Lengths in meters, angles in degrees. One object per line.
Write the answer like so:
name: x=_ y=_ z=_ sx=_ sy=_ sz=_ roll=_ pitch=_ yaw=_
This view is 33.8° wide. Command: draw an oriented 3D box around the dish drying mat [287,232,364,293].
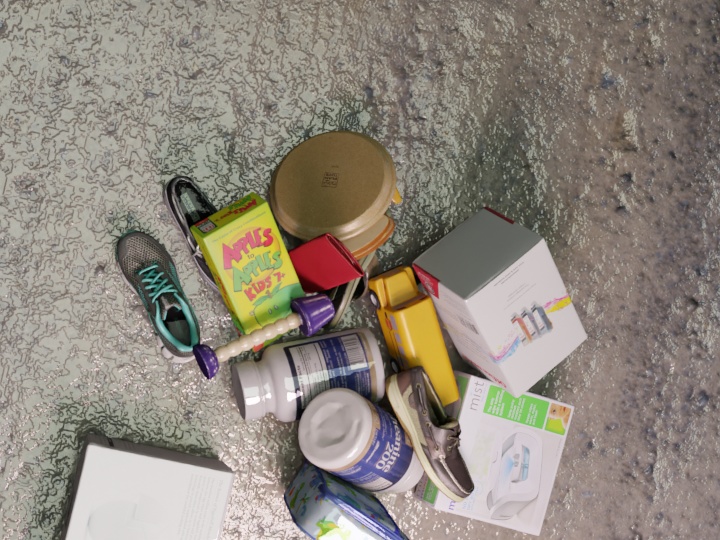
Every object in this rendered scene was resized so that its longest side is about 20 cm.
dish drying mat: x=-0.058 y=-0.008 z=1.629 sx=0.077 sy=0.200 sz=0.018 roll=48 pitch=66 yaw=-9

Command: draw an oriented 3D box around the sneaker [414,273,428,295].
sneaker: x=0.163 y=0.007 z=1.759 sx=0.200 sy=0.075 sz=0.081 roll=-24 pitch=104 yaw=-14

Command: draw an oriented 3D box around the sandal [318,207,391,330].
sandal: x=0.001 y=-0.001 z=1.711 sx=0.057 sy=0.080 sz=0.201 roll=33 pitch=80 yaw=-27

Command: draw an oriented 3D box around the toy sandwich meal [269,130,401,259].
toy sandwich meal: x=-0.031 y=-0.107 z=1.685 sx=0.205 sy=0.070 sz=0.206 roll=-6 pitch=61 yaw=11

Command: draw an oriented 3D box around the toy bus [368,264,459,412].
toy bus: x=0.076 y=0.096 z=1.692 sx=0.065 sy=0.078 sz=0.200 roll=-23 pitch=106 yaw=-20

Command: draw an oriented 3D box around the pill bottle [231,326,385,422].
pill bottle: x=-0.075 y=0.151 z=1.668 sx=0.200 sy=0.111 sz=0.111 roll=-11 pitch=92 yaw=-15

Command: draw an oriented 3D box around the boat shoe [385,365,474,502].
boat shoe: x=0.106 y=0.225 z=1.637 sx=0.065 sy=0.073 sz=0.200 roll=-31 pitch=93 yaw=25

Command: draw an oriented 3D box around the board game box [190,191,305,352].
board game box: x=-0.147 y=0.004 z=1.636 sx=0.101 sy=0.048 sz=0.200 roll=-31 pitch=124 yaw=-16

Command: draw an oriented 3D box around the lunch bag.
lunch bag: x=-0.018 y=0.342 z=1.635 sx=0.161 sy=0.200 sz=0.083 roll=37 pitch=87 yaw=-11

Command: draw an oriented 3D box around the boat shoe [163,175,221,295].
boat shoe: x=-0.205 y=-0.045 z=1.654 sx=0.073 sy=0.068 sz=0.200 roll=-28 pitch=98 yaw=-14

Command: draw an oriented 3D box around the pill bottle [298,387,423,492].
pill bottle: x=0.010 y=0.244 z=1.641 sx=0.200 sy=0.111 sz=0.111 roll=38 pitch=77 yaw=-51

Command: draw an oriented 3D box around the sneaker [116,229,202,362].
sneaker: x=-0.268 y=0.033 z=1.625 sx=0.077 sy=0.091 sz=0.200 roll=-30 pitch=97 yaw=-15

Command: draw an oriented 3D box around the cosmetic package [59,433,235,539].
cosmetic package: x=-0.294 y=0.342 z=1.598 sx=0.200 sy=0.123 sz=0.200 roll=15 pitch=85 yaw=-14

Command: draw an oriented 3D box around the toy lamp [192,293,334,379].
toy lamp: x=-0.128 y=0.087 z=1.621 sx=0.200 sy=0.058 sz=0.058 roll=-25 pitch=96 yaw=-18

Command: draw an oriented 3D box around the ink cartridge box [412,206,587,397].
ink cartridge box: x=0.198 y=0.045 z=1.669 sx=0.145 sy=0.145 sz=0.200 roll=-38 pitch=125 yaw=-12

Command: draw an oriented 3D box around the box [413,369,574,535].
box: x=0.195 y=0.266 z=1.751 sx=0.176 sy=0.097 sz=0.200 roll=18 pitch=86 yaw=-17
